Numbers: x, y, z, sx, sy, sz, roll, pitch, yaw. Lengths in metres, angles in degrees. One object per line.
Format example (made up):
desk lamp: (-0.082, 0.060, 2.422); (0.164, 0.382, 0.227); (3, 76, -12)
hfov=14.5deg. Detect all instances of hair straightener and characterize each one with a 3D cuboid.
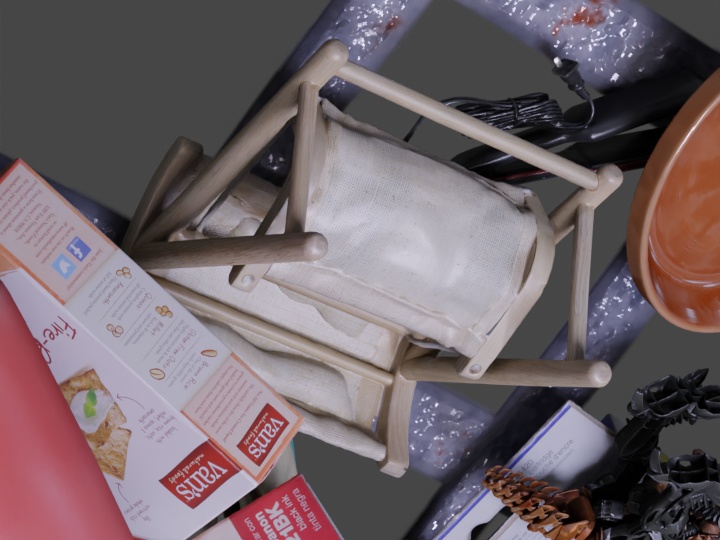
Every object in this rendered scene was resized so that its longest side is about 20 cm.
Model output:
hair straightener: (0.102, -0.086, 1.560); (0.199, 0.041, 0.077); (-9, 121, -9)

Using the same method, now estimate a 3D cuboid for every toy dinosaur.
toy dinosaur: (0.166, 0.141, 1.631); (0.200, 0.102, 0.136); (-5, 140, -42)

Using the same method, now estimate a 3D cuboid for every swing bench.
swing bench: (0.000, 0.000, 1.500); (0.199, 0.130, 0.200); (23, 149, -30)

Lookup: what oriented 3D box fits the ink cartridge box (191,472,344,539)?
ink cartridge box: (-0.086, 0.212, 1.505); (0.200, 0.084, 0.144); (-32, 157, -6)

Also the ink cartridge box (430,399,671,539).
ink cartridge box: (0.118, 0.185, 1.715); (0.200, 0.047, 0.198); (37, 103, -30)

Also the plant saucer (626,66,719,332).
plant saucer: (0.229, -0.056, 1.592); (0.200, 0.032, 0.201); (-23, 135, -25)

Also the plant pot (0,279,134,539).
plant pot: (-0.203, 0.128, 1.362); (0.200, 0.200, 0.178); (-35, 102, 3)

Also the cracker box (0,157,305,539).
cracker box: (-0.143, 0.052, 1.452); (0.200, 0.058, 0.134); (42, 140, -7)

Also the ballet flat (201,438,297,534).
ballet flat: (-0.059, 0.151, 1.614); (0.069, 0.069, 0.200); (-21, 116, -7)
